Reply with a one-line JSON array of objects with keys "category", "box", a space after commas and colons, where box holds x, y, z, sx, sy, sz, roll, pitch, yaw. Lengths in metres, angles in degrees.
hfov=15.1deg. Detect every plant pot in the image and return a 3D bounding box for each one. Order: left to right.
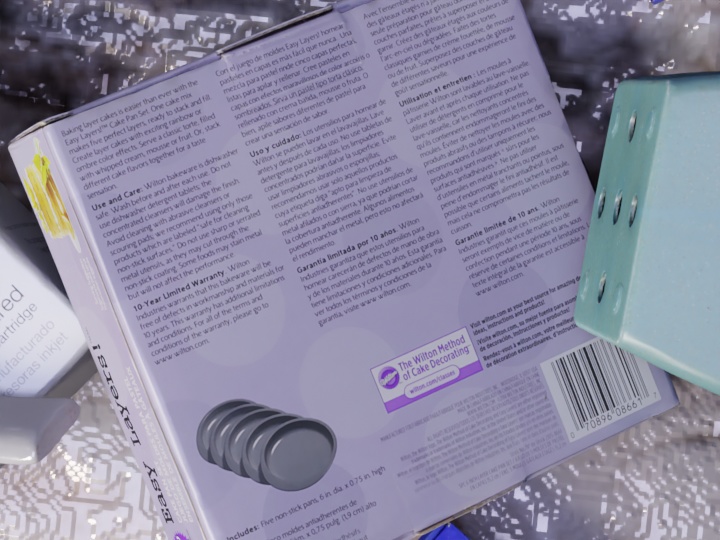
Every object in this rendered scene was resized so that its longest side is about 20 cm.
[{"category": "plant pot", "box": [0.184, -0.005, 0.930, 0.200, 0.141, 0.141, 11, 93, -7]}]

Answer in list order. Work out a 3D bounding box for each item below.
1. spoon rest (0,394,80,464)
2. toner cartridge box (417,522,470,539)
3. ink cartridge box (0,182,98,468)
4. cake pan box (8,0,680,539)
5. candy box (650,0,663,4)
[{"category": "spoon rest", "box": [-0.153, -0.029, 0.906, 0.061, 0.099, 0.200, -8, 110, 21]}, {"category": "toner cartridge box", "box": [0.070, 0.194, 0.995, 0.200, 0.043, 0.095, 43, 74, 1]}, {"category": "ink cartridge box", "box": [-0.206, 0.001, 0.997, 0.145, 0.088, 0.200, -44, 87, 5]}, {"category": "cake pan box", "box": [0.000, 0.000, 0.963, 0.200, 0.052, 0.184, -25, 96, -23]}, {"category": "candy box", "box": [0.141, -0.220, 0.971, 0.169, 0.077, 0.200, -25, 91, 6]}]
